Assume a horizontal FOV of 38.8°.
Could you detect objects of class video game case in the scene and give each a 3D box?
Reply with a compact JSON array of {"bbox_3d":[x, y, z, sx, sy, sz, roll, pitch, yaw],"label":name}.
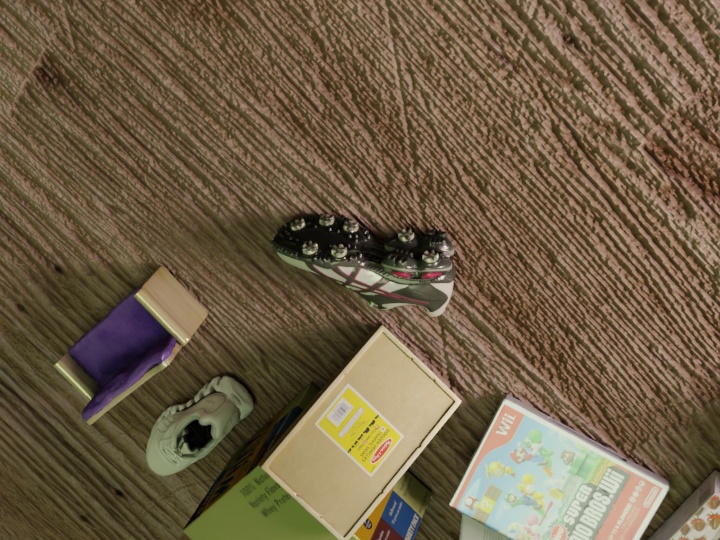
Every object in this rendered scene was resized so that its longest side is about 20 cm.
[{"bbox_3d":[0.213,0.243,1.111,0.198,0.017,0.145,27,106,6],"label":"video game case"}]

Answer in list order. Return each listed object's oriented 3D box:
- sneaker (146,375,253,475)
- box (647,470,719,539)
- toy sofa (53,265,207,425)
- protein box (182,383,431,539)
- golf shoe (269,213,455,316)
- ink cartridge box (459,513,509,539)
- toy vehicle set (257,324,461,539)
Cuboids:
[{"bbox_3d":[-0.215,0.205,1.260,0.075,0.081,0.200,42,128,-8],"label":"sneaker"},{"bbox_3d":[0.342,0.296,1.106,0.038,0.042,0.202,30,125,3],"label":"box"},{"bbox_3d":[-0.280,0.091,1.207,0.083,0.098,0.199,47,126,-10],"label":"toy sofa"},{"bbox_3d":[-0.062,0.286,1.210,0.200,0.135,0.198,42,127,-7],"label":"protein box"},{"bbox_3d":[0.000,0.000,1.050,0.196,0.078,0.089,11,131,17],"label":"golf shoe"},{"bbox_3d":[0.198,0.352,1.199,0.170,0.044,0.203,9,122,10],"label":"ink cartridge box"},{"bbox_3d":[0.001,0.174,1.098,0.124,0.200,0.026,43,169,-7],"label":"toy vehicle set"}]
